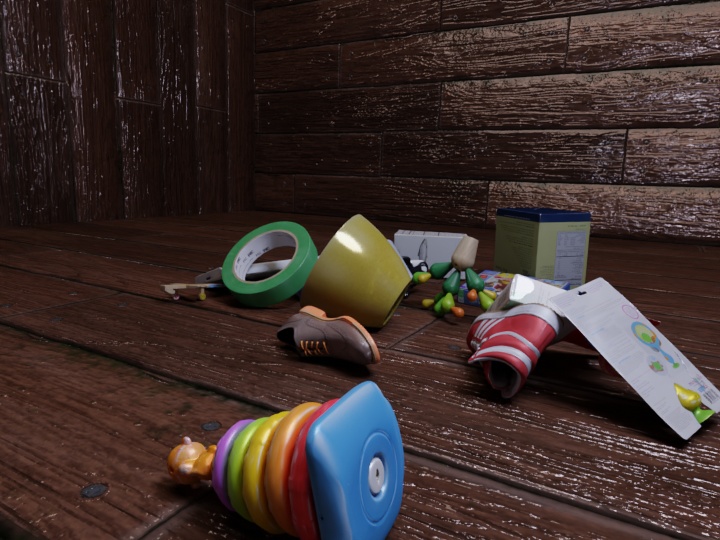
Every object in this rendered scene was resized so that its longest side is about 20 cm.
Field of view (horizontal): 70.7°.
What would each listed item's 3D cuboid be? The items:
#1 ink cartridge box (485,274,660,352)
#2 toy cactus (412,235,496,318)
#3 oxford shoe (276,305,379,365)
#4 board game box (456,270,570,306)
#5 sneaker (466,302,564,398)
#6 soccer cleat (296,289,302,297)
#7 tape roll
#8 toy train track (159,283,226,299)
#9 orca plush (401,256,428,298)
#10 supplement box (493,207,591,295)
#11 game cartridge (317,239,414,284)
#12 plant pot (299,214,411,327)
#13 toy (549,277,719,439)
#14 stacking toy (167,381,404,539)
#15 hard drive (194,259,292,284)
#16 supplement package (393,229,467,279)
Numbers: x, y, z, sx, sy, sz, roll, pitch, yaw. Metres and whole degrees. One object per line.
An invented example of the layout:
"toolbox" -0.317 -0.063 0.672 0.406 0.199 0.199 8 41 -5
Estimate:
"ink cartridge box" 0.290 0.085 0.738 0.199 0.050 0.161 21 -24 7
"toy cactus" 0.195 0.017 0.999 0.102 0.166 0.200 19 4 -35
"oxford shoe" -0.050 0.107 0.739 0.073 0.072 0.200 -29 22 -32
"board game box" 0.329 0.048 1.098 0.200 0.035 0.135 11 25 40
"sneaker" 0.178 0.114 0.687 0.113 0.071 0.200 -47 -1 -23
"soccer cleat" -0.123 0.031 1.158 0.084 0.065 0.200 30 0 -13
"tape roll" -0.189 -0.016 1.062 0.200 0.048 0.201 -12 45 13
"toy train track" -0.331 0.045 1.093 0.114 0.033 0.200 2 2 42
"orca plush" 0.084 0.028 1.145 0.199 0.105 0.071 -3 42 -40
"supplement box" 0.431 -0.046 1.231 0.134 0.201 0.200 -2 11 -13
"game cartridge" 0.000 0.000 1.078 0.199 0.041 0.134 -16 53 -20
"plant pot" 0.006 0.022 0.913 0.142 0.200 0.200 33 17 10
"toy" 0.322 0.104 0.611 0.115 0.047 0.200 -14 51 -33
"stacking toy" -0.074 0.156 0.398 0.199 0.117 0.110 -8 5 27
"hard drive" -0.271 0.006 1.210 0.200 0.027 0.132 -9 -4 -44
"supplement package" 0.195 -0.046 1.423 0.199 0.117 0.117 3 11 10
